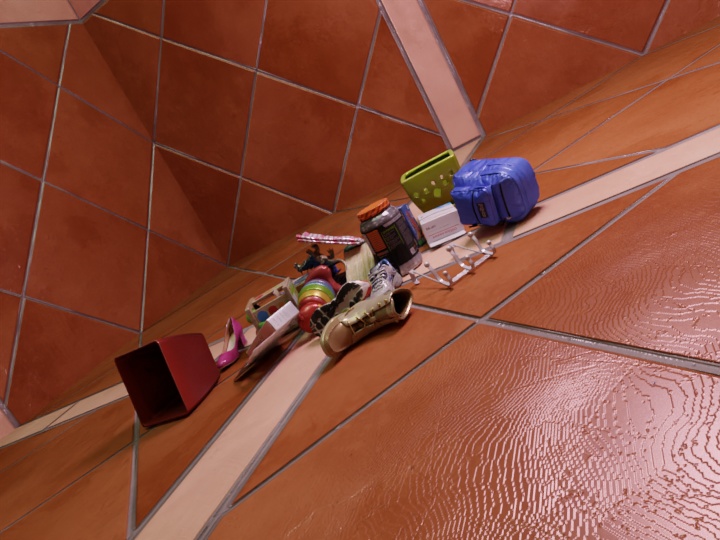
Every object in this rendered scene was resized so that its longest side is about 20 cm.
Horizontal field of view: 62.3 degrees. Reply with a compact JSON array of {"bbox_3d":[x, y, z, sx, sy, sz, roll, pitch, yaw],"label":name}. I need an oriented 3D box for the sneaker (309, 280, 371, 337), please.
[{"bbox_3d":[-0.043,0.097,1.462,0.200,0.077,0.085,-41,-12,27],"label":"sneaker"}]

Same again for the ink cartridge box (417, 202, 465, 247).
[{"bbox_3d":[0.237,-0.138,1.760,0.114,0.067,0.200,-22,13,6],"label":"ink cartridge box"}]

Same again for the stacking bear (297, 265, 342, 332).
[{"bbox_3d":[-0.119,0.094,1.604,0.113,0.122,0.201,-32,18,19],"label":"stacking bear"}]

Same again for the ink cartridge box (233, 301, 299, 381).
[{"bbox_3d":[-0.255,0.184,1.533,0.173,0.044,0.200,-39,-8,-40],"label":"ink cartridge box"}]

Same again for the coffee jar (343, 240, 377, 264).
[{"bbox_3d":[0.004,-0.036,1.856,0.103,0.087,0.200,-14,12,-3],"label":"coffee jar"}]

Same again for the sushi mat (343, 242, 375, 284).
[{"bbox_3d":[0.000,0.000,1.690,0.095,0.012,0.202,-27,42,18],"label":"sushi mat"}]

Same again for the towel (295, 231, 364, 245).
[{"bbox_3d":[-0.088,-0.096,1.800,0.197,0.030,0.146,3,5,3],"label":"towel"}]

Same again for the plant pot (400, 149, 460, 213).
[{"bbox_3d":[0.262,-0.276,2.010,0.198,0.183,0.199,-27,12,13],"label":"plant pot"}]

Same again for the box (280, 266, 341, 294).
[{"bbox_3d":[-0.155,0.034,1.888,0.198,0.042,0.119,-28,12,19],"label":"box"}]

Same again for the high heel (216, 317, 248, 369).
[{"bbox_3d":[-0.396,0.215,1.774,0.067,0.097,0.200,-24,13,21],"label":"high heel"}]

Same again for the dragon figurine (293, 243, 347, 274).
[{"bbox_3d":[-0.111,-0.016,1.781,0.198,0.100,0.059,16,43,24],"label":"dragon figurine"}]

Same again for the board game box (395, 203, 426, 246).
[{"bbox_3d":[0.108,-0.126,1.881,0.034,0.137,0.199,-37,15,-31],"label":"board game box"}]

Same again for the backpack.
[{"bbox_3d":[0.349,-0.191,1.535,0.198,0.164,0.168,1,40,44],"label":"backpack"}]

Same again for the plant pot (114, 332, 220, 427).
[{"bbox_3d":[-0.497,0.273,1.596,0.198,0.202,0.176,-21,2,33],"label":"plant pot"}]

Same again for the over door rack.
[{"bbox_3d":[0.207,-0.027,1.408,0.147,0.067,0.200,-33,12,-17],"label":"over door rack"}]

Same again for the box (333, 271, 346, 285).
[{"bbox_3d":[-0.131,0.073,1.863,0.198,0.040,0.137,-22,13,33],"label":"box"}]

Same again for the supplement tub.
[{"bbox_3d":[0.077,-0.088,1.639,0.121,0.202,0.123,-27,12,6],"label":"supplement tub"}]

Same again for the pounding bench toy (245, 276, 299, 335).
[{"bbox_3d":[-0.245,0.129,1.700,0.155,0.125,0.200,-29,12,3],"label":"pounding bench toy"}]

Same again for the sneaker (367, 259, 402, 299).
[{"bbox_3d":[0.048,0.031,1.502,0.076,0.086,0.200,-25,14,18],"label":"sneaker"}]

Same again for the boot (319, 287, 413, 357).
[{"bbox_3d":[0.016,0.109,1.289,0.155,0.073,0.199,-22,8,44],"label":"boot"}]
